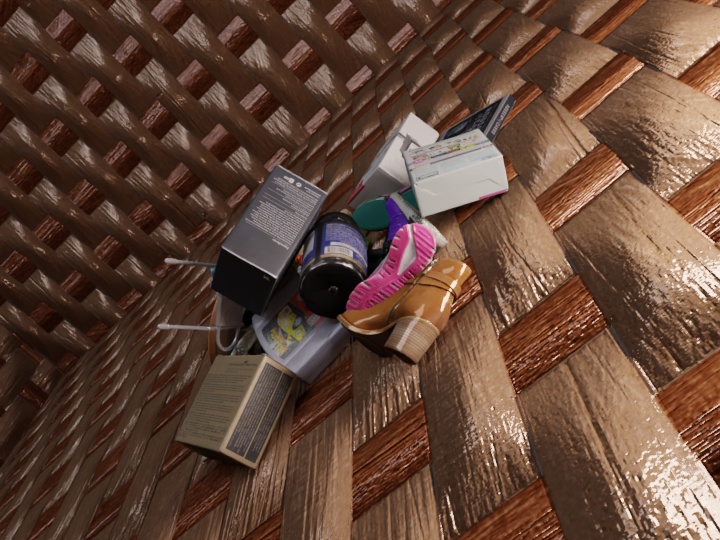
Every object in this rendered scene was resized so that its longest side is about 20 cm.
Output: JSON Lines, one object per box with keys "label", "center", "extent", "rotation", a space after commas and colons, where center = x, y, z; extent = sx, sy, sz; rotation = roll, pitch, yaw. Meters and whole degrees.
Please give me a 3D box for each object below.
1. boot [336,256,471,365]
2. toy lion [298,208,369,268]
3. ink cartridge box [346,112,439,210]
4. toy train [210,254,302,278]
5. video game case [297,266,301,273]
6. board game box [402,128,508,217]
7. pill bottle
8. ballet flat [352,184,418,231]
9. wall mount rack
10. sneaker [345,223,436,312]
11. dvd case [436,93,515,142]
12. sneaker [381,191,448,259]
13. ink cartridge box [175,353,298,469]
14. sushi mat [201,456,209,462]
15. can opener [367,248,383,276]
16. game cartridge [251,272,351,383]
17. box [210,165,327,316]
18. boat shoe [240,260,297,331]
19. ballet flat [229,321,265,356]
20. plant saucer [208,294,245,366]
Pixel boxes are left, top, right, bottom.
{"label": "boot", "center": [0.062, 0.046, 1.059], "extent": [0.199, 0.074, 0.155], "rotation": [14, 66, 53]}
{"label": "toy lion", "center": [-0.060, -0.023, 1.539], "extent": [0.200, 0.069, 0.192], "rotation": [-36, 27, 29]}
{"label": "ink cartridge box", "center": [0.070, -0.215, 1.572], "extent": [0.145, 0.083, 0.201], "rotation": [-45, 13, 49]}
{"label": "toy train", "center": [-0.209, -0.024, 1.511], "extent": [0.198, 0.056, 0.150], "rotation": [-11, 7, -6]}
{"label": "video game case", "center": [-0.156, 0.086, 1.467], "extent": [0.200, 0.023, 0.183], "rotation": [-18, 53, 56]}
{"label": "board game box", "center": [0.155, -0.169, 1.259], "extent": [0.147, 0.065, 0.200], "rotation": [-16, 24, 5]}
{"label": "pill bottle", "center": [-0.043, -0.018, 1.257], "extent": [0.112, 0.112, 0.200], "rotation": [-39, 24, 21]}
{"label": "ballet flat", "center": [0.075, -0.127, 1.451], "extent": [0.199, 0.070, 0.071], "rotation": [-21, 5, 40]}
{"label": "wall mount rack", "center": [-0.274, 0.045, 1.351], "extent": [0.074, 0.202, 0.173], "rotation": [8, 4, 30]}
{"label": "sneaker", "center": [0.054, 0.019, 1.149], "extent": [0.200, 0.081, 0.088], "rotation": [-52, -11, 12]}
{"label": "dvd case", "center": [0.210, -0.264, 1.497], "extent": [0.200, 0.025, 0.151], "rotation": [-24, 28, 52]}
{"label": "sneaker", "center": [0.067, -0.061, 1.264], "extent": [0.100, 0.069, 0.200], "rotation": [-50, 27, 9]}
{"label": "ink cartridge box", "center": [-0.206, 0.226, 1.222], "extent": [0.200, 0.075, 0.166], "rotation": [-11, 49, 57]}
{"label": "sushi mat", "center": [-0.200, 0.258, 1.300], "extent": [0.200, 0.012, 0.096], "rotation": [-37, 20, 26]}
{"label": "can opener", "center": [0.000, 0.000, 1.367], "extent": [0.199, 0.067, 0.053], "rotation": [-4, 42, 46]}
{"label": "game cartridge", "center": [-0.107, 0.099, 1.273], "extent": [0.133, 0.041, 0.200], "rotation": [-50, 43, 1]}
{"label": "box", "center": [-0.159, -0.051, 1.288], "extent": [0.201, 0.107, 0.149], "rotation": [-63, 3, -34]}
{"label": "boat shoe", "center": [-0.181, 0.051, 1.428], "extent": [0.200, 0.071, 0.076], "rotation": [-56, 5, 41]}
{"label": "ballet flat", "center": [-0.189, 0.137, 1.394], "extent": [0.201, 0.071, 0.072], "rotation": [-59, 13, 18]}
{"label": "plant saucer", "center": [-0.254, 0.114, 1.523], "extent": [0.032, 0.201, 0.201], "rotation": [8, 40, 14]}
